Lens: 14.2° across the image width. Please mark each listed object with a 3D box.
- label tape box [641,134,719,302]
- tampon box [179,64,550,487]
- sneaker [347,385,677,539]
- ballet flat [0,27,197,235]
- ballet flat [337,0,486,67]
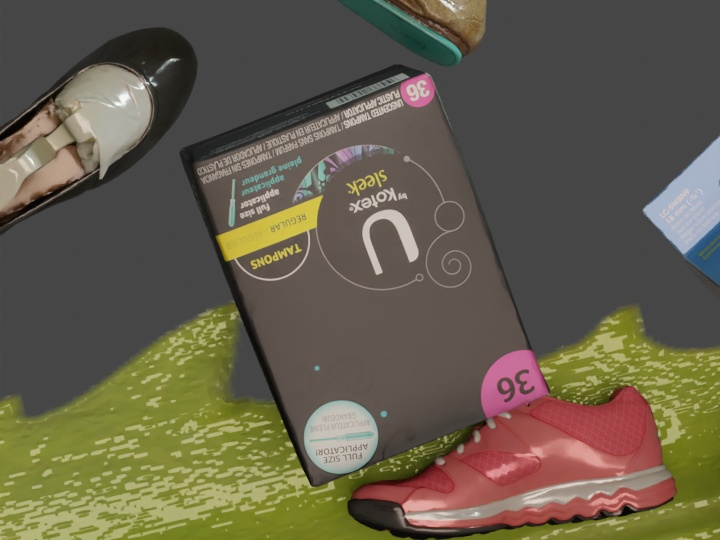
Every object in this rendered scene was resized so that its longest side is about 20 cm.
[{"bbox_3d":[0.291,-0.009,1.743,0.144,0.063,0.200,-44,99,-1],"label":"label tape box"},{"bbox_3d":[0.000,0.000,1.680,0.149,0.126,0.201,-22,98,-3],"label":"tampon box"},{"bbox_3d":[0.087,0.114,1.741,0.199,0.074,0.087,-6,83,-9],"label":"sneaker"},{"bbox_3d":[-0.176,-0.069,1.683,0.200,0.068,0.068,-38,98,-2],"label":"ballet flat"},{"bbox_3d":[-0.011,-0.193,1.696,0.200,0.068,0.073,25,73,-8],"label":"ballet flat"}]
